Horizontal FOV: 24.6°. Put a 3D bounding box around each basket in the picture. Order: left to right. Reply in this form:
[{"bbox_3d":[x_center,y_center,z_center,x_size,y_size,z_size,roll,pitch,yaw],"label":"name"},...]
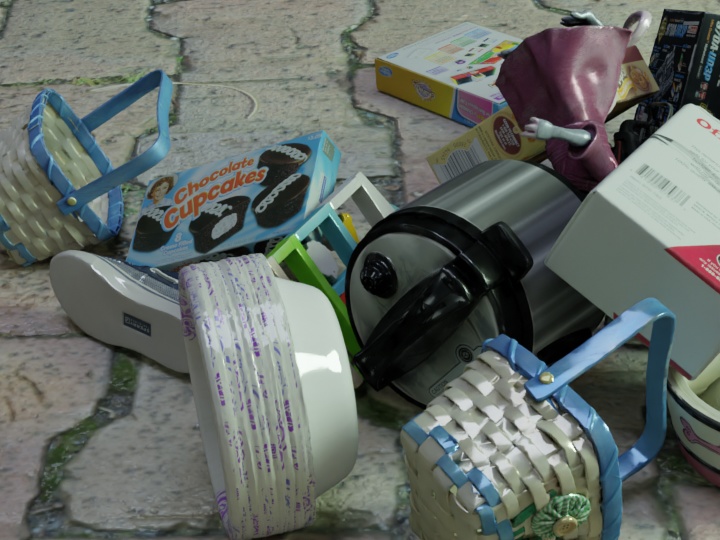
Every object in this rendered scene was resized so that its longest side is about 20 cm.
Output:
[{"bbox_3d":[-0.268,-0.108,1.592,0.200,0.139,0.177,-32,27,15],"label":"basket"},{"bbox_3d":[0.132,0.123,1.123,0.200,0.177,0.139,-36,53,-20],"label":"basket"}]

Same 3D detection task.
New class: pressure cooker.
[{"bbox_3d":[0.084,0.019,1.314,0.178,0.177,0.200,17,32,36],"label":"pressure cooker"}]

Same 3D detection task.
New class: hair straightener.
[{"bbox_3d":[0.257,-0.085,1.452,0.077,0.041,0.200,-26,29,32],"label":"hair straightener"}]

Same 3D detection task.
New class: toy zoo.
[{"bbox_3d":[0.000,0.000,1.416,0.020,0.131,0.200,-28,11,40],"label":"toy zoo"}]

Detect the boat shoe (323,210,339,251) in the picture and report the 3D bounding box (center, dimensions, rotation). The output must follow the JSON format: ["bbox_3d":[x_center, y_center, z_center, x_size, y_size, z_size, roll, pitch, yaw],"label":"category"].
[{"bbox_3d":[-0.098,-0.039,1.551,0.199,0.065,0.074,7,68,41],"label":"boat shoe"}]

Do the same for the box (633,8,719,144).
[{"bbox_3d":[0.306,-0.165,1.567,0.046,0.160,0.200,13,9,-3],"label":"box"}]

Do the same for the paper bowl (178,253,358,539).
[{"bbox_3d":[-0.064,0.088,1.185,0.104,0.201,0.201,-9,30,-10],"label":"paper bowl"}]

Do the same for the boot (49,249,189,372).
[{"bbox_3d":[-0.179,0.028,1.451,0.200,0.073,0.090,27,33,32],"label":"boot"}]

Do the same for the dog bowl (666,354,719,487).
[{"bbox_3d":[0.324,0.101,1.244,0.199,0.074,0.200,-2,30,1],"label":"dog bowl"}]

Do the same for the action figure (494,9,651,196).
[{"bbox_3d":[0.187,-0.110,1.420,0.148,0.134,0.201,-9,74,-17],"label":"action figure"}]

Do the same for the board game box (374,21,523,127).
[{"bbox_3d":[0.138,-0.219,1.858,0.153,0.040,0.200,-26,36,-33],"label":"board game box"}]

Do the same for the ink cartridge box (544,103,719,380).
[{"bbox_3d":[0.254,-0.028,1.263,0.145,0.084,0.200,39,39,11],"label":"ink cartridge box"}]

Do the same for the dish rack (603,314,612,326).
[{"bbox_3d":[0.289,-0.003,1.449,0.153,0.055,0.200,3,31,15],"label":"dish rack"}]

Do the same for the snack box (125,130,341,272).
[{"bbox_3d":[-0.117,-0.051,1.492,0.199,0.037,0.117,-14,47,29],"label":"snack box"}]

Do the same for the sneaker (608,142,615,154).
[{"bbox_3d":[0.186,-0.027,1.493,0.078,0.089,0.200,23,52,6],"label":"sneaker"}]

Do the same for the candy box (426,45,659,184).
[{"bbox_3d":[0.173,-0.139,1.566,0.200,0.055,0.115,-30,-5,32],"label":"candy box"}]
